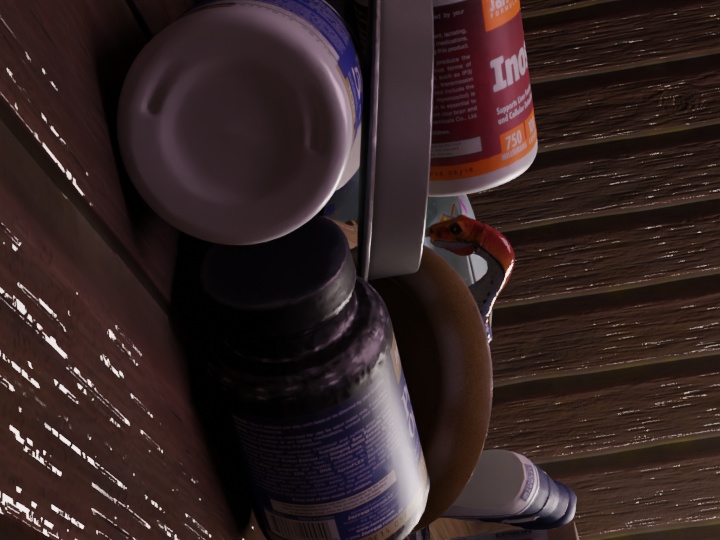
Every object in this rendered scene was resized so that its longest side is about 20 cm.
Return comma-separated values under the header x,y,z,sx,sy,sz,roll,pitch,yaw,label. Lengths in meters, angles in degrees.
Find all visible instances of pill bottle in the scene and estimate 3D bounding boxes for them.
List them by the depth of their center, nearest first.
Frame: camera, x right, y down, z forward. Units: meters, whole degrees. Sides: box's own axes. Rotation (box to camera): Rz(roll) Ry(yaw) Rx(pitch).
x,y,z,sx,sy,sz,roll,pitch,yaw,label
-0.057,-0.096,0.857,0.200,0.119,0.120,-77,157,-72,pill bottle
-0.029,0.069,0.909,0.112,0.111,0.201,-91,170,-51,pill bottle
0.055,-0.162,1.066,0.113,0.112,0.201,-86,167,-62,pill bottle

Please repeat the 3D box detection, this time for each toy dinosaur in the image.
x,y,z,sx,sy,sz,roll,pitch,yaw,label
0.059,0.034,1.113,0.105,0.182,0.200,44,25,13,toy dinosaur

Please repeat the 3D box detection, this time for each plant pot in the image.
x,y,z,sx,sy,sz,roll,pitch,yaw,label
0.006,0.077,1.039,0.027,0.200,0.201,5,72,-43,plant pot

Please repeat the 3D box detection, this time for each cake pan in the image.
x,y,z,sx,sy,sz,roll,pitch,yaw,label
0.020,-0.087,0.947,0.200,0.037,0.201,-178,-90,-89,cake pan

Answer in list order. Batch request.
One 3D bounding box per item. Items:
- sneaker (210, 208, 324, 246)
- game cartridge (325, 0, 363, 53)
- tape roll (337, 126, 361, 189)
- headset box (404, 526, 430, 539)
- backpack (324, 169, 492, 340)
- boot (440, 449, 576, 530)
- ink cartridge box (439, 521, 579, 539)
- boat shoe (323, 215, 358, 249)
x,y,z,sx,sy,sz,roll,pitch,yaw,label
-0.041,-0.055,1.031,0.109,0.070,0.201,69,34,-57,sneaker
0.010,-0.220,1.130,0.133,0.040,0.201,30,66,-56,game cartridge
-0.039,-0.156,1.119,0.203,0.037,0.204,-15,107,-61,tape roll
0.007,0.175,1.233,0.200,0.077,0.149,69,13,-57,headset box
0.025,-0.016,1.309,0.200,0.153,0.176,-115,-174,-57,backpack
0.087,0.194,1.368,0.090,0.199,0.073,33,68,-43,boot
0.105,0.317,1.361,0.075,0.199,0.166,-82,162,-70,ink cartridge box
0.000,0.000,1.153,0.200,0.074,0.069,31,37,-35,boat shoe
